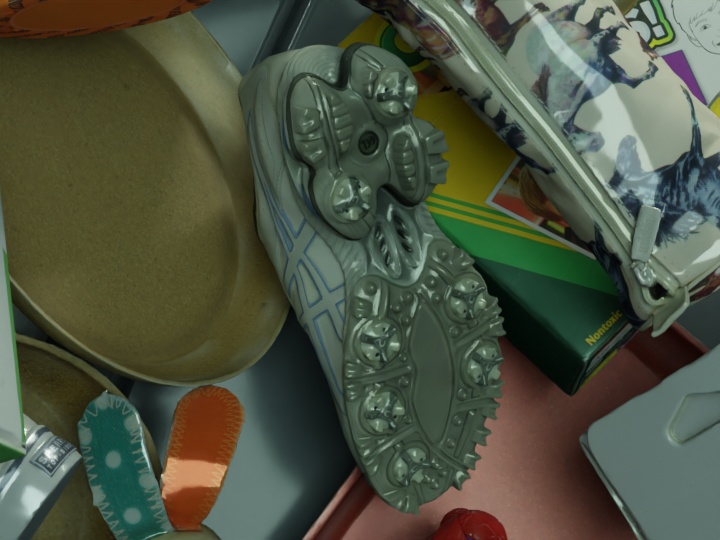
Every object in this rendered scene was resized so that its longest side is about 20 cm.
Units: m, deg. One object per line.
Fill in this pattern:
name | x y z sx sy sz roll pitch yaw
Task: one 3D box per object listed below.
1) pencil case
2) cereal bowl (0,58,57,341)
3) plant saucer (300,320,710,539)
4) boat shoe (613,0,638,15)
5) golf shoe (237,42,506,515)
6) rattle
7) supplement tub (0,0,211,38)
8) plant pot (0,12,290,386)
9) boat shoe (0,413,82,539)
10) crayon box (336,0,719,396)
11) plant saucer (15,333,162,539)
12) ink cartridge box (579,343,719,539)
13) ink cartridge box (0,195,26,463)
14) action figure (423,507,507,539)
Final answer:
pencil case | 0.079 -0.070 0.893 0.078 0.089 0.200 -41 91 25
cereal bowl | -0.209 -0.026 0.923 0.199 0.083 0.201 2 84 -15
plant saucer | 0.095 0.115 1.010 0.200 0.037 0.200 39 77 -7
boat shoe | 0.081 -0.191 0.982 0.073 0.063 0.202 -7 74 -14
golf shoe | 0.000 0.000 0.946 0.078 0.097 0.201 -21 110 -27
rattle | -0.085 0.160 0.879 0.130 0.143 0.200 29 103 -16
supplement tub | -0.114 -0.195 0.859 0.122 0.123 0.201 -8 85 -15
plant pot | -0.104 -0.042 0.928 0.200 0.027 0.201 32 45 -38
boat shoe | -0.185 0.126 0.854 0.070 0.071 0.200 37 109 1
crayon box | 0.099 -0.077 0.991 0.172 0.058 0.200 43 74 12
plant saucer | -0.175 0.109 0.909 0.199 0.035 0.201 -11 116 -23
ink cartridge box | 0.212 0.044 0.950 0.200 0.145 0.084 -24 80 -39
ink cartridge box | -0.228 0.014 0.805 0.199 0.084 0.147 -17 67 16
action figure | 0.051 0.166 0.894 0.065 0.200 0.099 -37 109 21
